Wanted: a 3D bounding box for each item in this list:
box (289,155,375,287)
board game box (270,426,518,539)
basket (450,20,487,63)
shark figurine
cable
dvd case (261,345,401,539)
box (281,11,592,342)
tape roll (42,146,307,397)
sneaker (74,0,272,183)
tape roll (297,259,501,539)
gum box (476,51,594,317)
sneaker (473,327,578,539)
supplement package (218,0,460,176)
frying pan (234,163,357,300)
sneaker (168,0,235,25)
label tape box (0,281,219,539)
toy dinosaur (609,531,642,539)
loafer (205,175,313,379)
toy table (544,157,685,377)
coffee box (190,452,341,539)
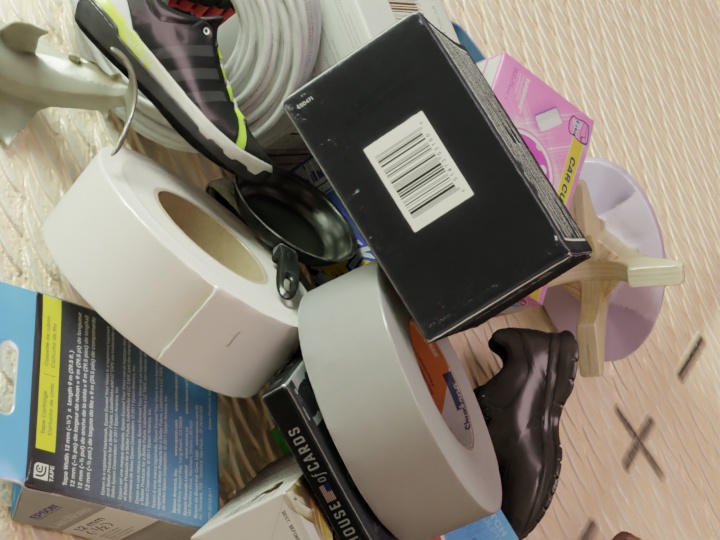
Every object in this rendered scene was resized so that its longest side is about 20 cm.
[{"bbox_3d":[0.000,0.000,1.311,0.070,0.064,0.200,29,30,-58],"label":"box"},{"bbox_3d":[0.032,0.178,1.306,0.153,0.040,0.200,-34,94,-50],"label":"board game box"},{"bbox_3d":[0.100,-0.117,1.476,0.176,0.139,0.200,46,50,-18],"label":"basket"},{"bbox_3d":[-0.232,-0.128,1.168,0.090,0.214,0.128,-64,158,-4],"label":"shark figurine"},{"bbox_3d":[-0.129,-0.193,1.242,0.069,0.200,0.200,-49,135,-65],"label":"cable"},{"bbox_3d":[-0.007,0.124,1.148,0.150,0.025,0.200,61,13,-6],"label":"dvd case"},{"bbox_3d":[0.063,-0.063,1.159,0.200,0.123,0.198,59,12,6],"label":"box"},{"bbox_3d":[-0.128,0.000,1.147,0.202,0.071,0.202,40,11,-9],"label":"tape roll"},{"bbox_3d":[-0.121,-0.151,1.175,0.083,0.072,0.200,-46,111,-6],"label":"sneaker"},{"bbox_3d":[0.030,0.093,1.140,0.200,0.066,0.200,60,13,-24],"label":"tape roll"},{"bbox_3d":[0.119,-0.077,1.350,0.113,0.066,0.200,32,63,-27],"label":"gum box"},{"bbox_3d":[0.138,0.144,1.423,0.091,0.076,0.200,12,67,-3],"label":"sneaker"},{"bbox_3d":[-0.031,-0.175,1.326,0.117,0.200,0.117,-8,73,-48],"label":"supplement package"},{"bbox_3d":[-0.044,-0.018,1.222,0.115,0.031,0.190,20,31,-34],"label":"frying pan"},{"bbox_3d":[-0.165,-0.258,1.354,0.200,0.074,0.087,23,38,-41],"label":"sneaker"},{"bbox_3d":[-0.193,0.104,1.096,0.200,0.066,0.143,21,53,-37],"label":"label tape box"},{"bbox_3d":[0.230,0.285,1.425,0.136,0.086,0.200,43,37,-10],"label":"toy dinosaur"},{"bbox_3d":[-0.078,0.014,1.274,0.070,0.070,0.200,1,59,-41],"label":"loafer"},{"bbox_3d":[0.221,0.000,1.507,0.200,0.184,0.117,71,21,-7],"label":"toy table"},{"bbox_3d":[-0.035,0.195,1.132,0.113,0.080,0.200,62,13,-1],"label":"coffee box"}]
